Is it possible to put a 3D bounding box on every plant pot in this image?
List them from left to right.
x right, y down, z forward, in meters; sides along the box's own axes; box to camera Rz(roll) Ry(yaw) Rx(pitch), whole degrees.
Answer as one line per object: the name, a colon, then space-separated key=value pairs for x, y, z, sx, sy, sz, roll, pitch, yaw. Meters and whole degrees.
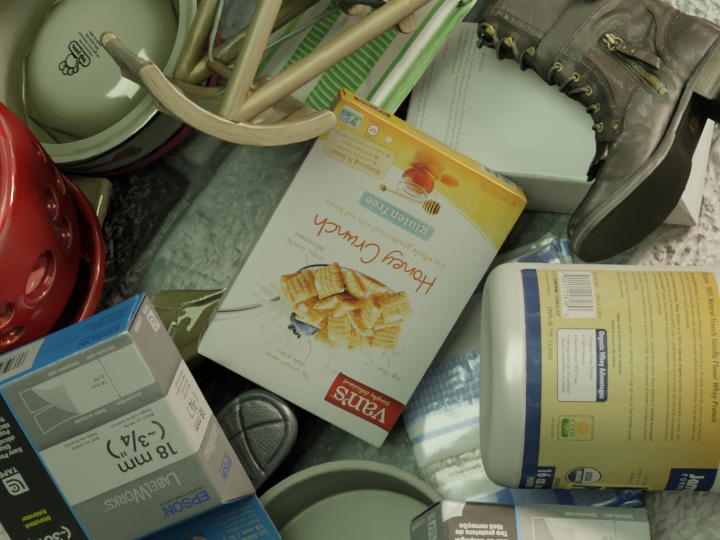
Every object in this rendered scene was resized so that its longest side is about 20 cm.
plant pot: x=-0.277 y=-0.018 z=1.597 sx=0.200 sy=0.182 sz=0.201 roll=-8 pitch=69 yaw=21

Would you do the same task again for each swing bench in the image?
swing bench: x=-0.056 y=-0.172 z=1.559 sx=0.130 sy=0.199 sz=0.200 roll=38 pitch=92 yaw=-18

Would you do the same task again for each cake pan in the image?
cake pan: x=-0.006 y=0.226 z=1.570 sx=0.200 sy=0.037 sz=0.201 roll=-7 pitch=71 yaw=22

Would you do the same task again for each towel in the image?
towel: x=-0.013 y=-0.160 z=1.668 sx=0.153 sy=0.023 sz=0.200 roll=-55 pitch=34 yaw=-5
towel: x=0.097 y=0.086 z=1.600 sx=0.147 sy=0.024 sz=0.200 roll=-21 pitch=67 yaw=11

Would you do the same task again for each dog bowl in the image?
dog bowl: x=-0.190 y=-0.157 z=1.737 sx=0.200 sy=0.074 sz=0.200 roll=-8 pitch=68 yaw=22

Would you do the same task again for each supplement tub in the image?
supplement tub: x=0.177 y=0.067 z=1.495 sx=0.200 sy=0.144 sz=0.145 roll=1 pitch=72 yaw=0

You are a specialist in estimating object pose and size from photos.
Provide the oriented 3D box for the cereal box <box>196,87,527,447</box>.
cereal box: x=0.000 y=0.000 z=1.577 sx=0.144 sy=0.040 sz=0.200 roll=28 pitch=103 yaw=-8

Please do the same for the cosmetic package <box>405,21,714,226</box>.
cosmetic package: x=0.136 y=-0.101 z=1.619 sx=0.200 sy=0.081 sz=0.113 roll=9 pitch=76 yaw=19

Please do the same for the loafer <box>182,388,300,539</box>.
loafer: x=-0.112 y=0.158 z=1.630 sx=0.200 sy=0.063 sz=0.072 roll=-44 pitch=83 yaw=11

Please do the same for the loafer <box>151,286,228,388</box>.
loafer: x=-0.110 y=0.037 z=1.654 sx=0.200 sy=0.076 sz=0.067 roll=-31 pitch=72 yaw=6

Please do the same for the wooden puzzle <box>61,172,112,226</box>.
wooden puzzle: x=-0.280 y=0.013 z=1.713 sx=0.200 sy=0.037 sz=0.185 roll=7 pitch=75 yaw=25

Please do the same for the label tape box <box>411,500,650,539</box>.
label tape box: x=0.112 y=0.248 z=1.473 sx=0.144 sy=0.063 sz=0.200 roll=4 pitch=69 yaw=-20

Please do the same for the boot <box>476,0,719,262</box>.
boot: x=0.145 y=-0.118 z=1.547 sx=0.174 sy=0.069 sz=0.200 roll=32 pitch=77 yaw=25

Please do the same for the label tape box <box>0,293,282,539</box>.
label tape box: x=-0.159 y=0.134 z=1.539 sx=0.144 sy=0.063 sz=0.200 roll=-23 pitch=109 yaw=14
